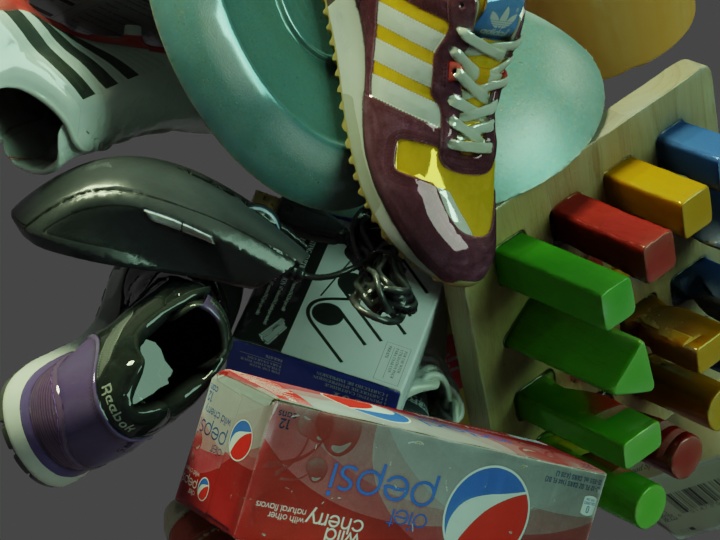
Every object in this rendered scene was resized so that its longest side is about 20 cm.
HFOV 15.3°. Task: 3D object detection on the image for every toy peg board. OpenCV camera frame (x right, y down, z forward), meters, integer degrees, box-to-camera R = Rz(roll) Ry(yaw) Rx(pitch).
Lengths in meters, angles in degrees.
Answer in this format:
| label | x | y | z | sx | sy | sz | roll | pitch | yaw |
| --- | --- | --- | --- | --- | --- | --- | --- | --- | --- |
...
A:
| label | x | y | z | sx | sy | sz | roll | pitch | yaw |
| --- | --- | --- | --- | --- | --- | --- | --- | --- | --- |
| toy peg board | 0.157 | 0.027 | 1.444 | 0.199 | 0.098 | 0.201 | -33 | 129 | -30 |

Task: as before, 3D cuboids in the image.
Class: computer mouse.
| label | x | y | z | sx | sy | sz | roll | pitch | yaw |
| --- | --- | --- | --- | --- | --- | --- | --- | --- | --- |
| computer mouse | -0.065 | -0.031 | 1.309 | 0.141 | 0.199 | 0.046 | -82 | -175 | -74 |

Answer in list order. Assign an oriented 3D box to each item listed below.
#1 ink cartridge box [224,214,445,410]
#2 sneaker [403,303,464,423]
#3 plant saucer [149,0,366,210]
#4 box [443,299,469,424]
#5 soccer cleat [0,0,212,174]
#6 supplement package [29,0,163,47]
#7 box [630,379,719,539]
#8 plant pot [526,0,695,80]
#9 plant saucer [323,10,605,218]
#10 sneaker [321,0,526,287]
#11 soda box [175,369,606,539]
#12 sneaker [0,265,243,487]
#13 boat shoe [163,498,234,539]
| label | x | y | z | sx | sy | sz | roll | pitch | yaw |
| --- | --- | --- | --- | --- | --- | --- | --- | --- | --- |
| ink cartridge box | 0.000 | 0.000 | 1.431 | 0.093 | 0.044 | 0.200 | 18 | 42 | 5 |
| sneaker | 0.025 | 0.073 | 1.446 | 0.073 | 0.071 | 0.201 | 48 | 38 | -29 |
| plant saucer | -0.029 | -0.129 | 1.315 | 0.200 | 0.027 | 0.201 | 29 | 50 | -43 |
| box | 0.071 | 0.041 | 1.551 | 0.075 | 0.050 | 0.201 | -10 | 81 | -57 |
| soccer cleat | -0.136 | -0.082 | 1.311 | 0.199 | 0.068 | 0.086 | 18 | 66 | -46 |
| supplement package | -0.133 | -0.228 | 1.349 | 0.155 | 0.110 | 0.201 | 22 | 54 | -49 |
| box | 0.222 | 0.059 | 1.721 | 0.078 | 0.095 | 0.201 | 37 | 43 | -38 |
| plant pot | 0.126 | -0.224 | 1.671 | 0.201 | 0.199 | 0.184 | -61 | 138 | -50 |
| plant saucer | 0.031 | -0.102 | 1.440 | 0.201 | 0.200 | 0.039 | -67 | 155 | -47 |
| sneaker | 0.041 | -0.095 | 1.288 | 0.075 | 0.090 | 0.201 | -4 | 76 | -53 |
| soda box | 0.016 | 0.103 | 1.276 | 0.199 | 0.063 | 0.070 | 15 | 95 | -32 |
| sneaker | -0.086 | 0.034 | 1.290 | 0.076 | 0.087 | 0.200 | 58 | 34 | -15 |
| boat shoe | -0.020 | 0.164 | 1.338 | 0.200 | 0.071 | 0.063 | 30 | 10 | -45 |
